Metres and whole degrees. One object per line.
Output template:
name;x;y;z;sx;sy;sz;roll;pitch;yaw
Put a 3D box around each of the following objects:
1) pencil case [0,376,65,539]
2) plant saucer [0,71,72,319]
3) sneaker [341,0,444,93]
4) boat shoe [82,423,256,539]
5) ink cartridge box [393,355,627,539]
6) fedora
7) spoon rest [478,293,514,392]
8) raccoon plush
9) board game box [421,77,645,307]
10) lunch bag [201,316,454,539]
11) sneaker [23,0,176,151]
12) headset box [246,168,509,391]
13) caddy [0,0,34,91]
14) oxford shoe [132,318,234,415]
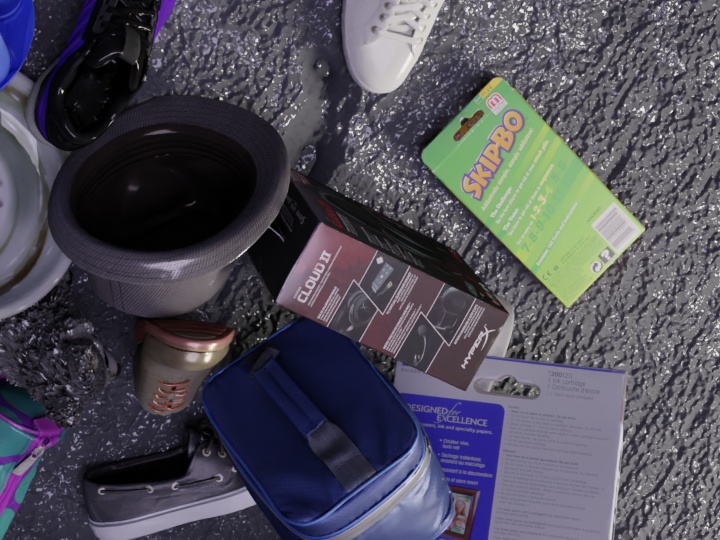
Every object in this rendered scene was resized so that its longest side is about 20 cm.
pencil case;-0.310;0.184;1.567;0.085;0.092;0.201;13;110;-45
plant saucer;-0.303;-0.060;1.471;0.198;0.050;0.203;4;84;-36
sneaker;0.037;-0.226;1.506;0.072;0.085;0.202;9;110;-20
boat shoe;-0.137;0.162;1.624;0.198;0.070;0.067;-16;116;0
ink cartridge box;0.112;0.168;1.583;0.196;0.202;0.044;7;154;8
fedora;-0.145;-0.037;1.489;0.175;0.201;0.091;14;134;14
spoon rest;0.069;0.114;1.661;0.099;0.061;0.201;24;102;-22
raccoon plush;-0.284;0.065;1.498;0.198;0.134;0.098;-7;122;-14
board game box;0.142;-0.067;1.628;0.096;0.030;0.200;-45;118;4
lunch bag;-0.031;0.130;1.517;0.135;0.200;0.133;-34;140;-11
sneaker;-0.176;-0.176;1.448;0.069;0.099;0.202;25;91;-23
headset box;0.000;0.000;1.549;0.199;0.149;0.078;27;101;-22
caddy;-0.333;-0.191;1.398;0.198;0.105;0.143;8;79;-9
oxford shoe;-0.138;0.076;1.506;0.070;0.200;0.075;7;86;-10
